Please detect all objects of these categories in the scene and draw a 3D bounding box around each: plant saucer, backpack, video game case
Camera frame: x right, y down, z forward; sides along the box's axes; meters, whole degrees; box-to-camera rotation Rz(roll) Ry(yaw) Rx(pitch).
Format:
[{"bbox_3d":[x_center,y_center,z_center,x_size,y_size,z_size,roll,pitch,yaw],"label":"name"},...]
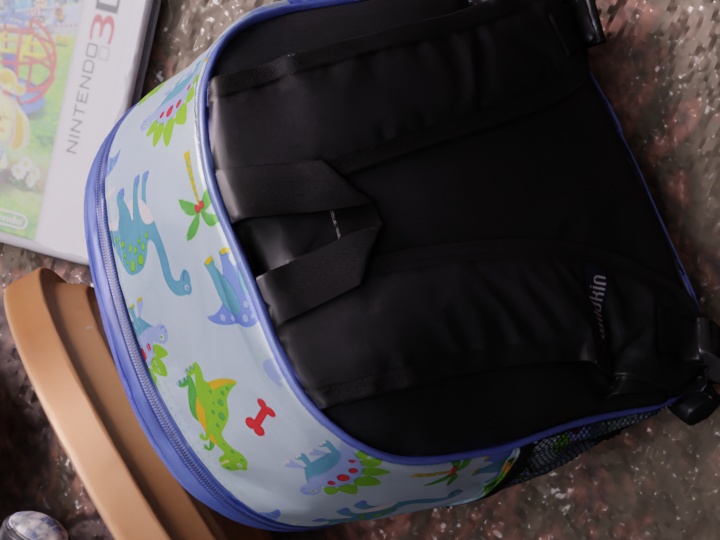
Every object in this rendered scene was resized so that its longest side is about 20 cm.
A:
[{"bbox_3d":[-0.068,0.084,0.811,0.032,0.200,0.201,-32,75,-1],"label":"plant saucer"},{"bbox_3d":[0.000,0.000,0.757,0.147,0.199,0.184,-28,79,44],"label":"backpack"},{"bbox_3d":[-0.186,-0.114,0.926,0.198,0.022,0.184,15,99,9],"label":"video game case"}]

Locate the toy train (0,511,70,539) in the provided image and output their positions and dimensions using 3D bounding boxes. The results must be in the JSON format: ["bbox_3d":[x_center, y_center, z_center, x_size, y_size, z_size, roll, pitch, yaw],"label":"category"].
[{"bbox_3d":[-0.146,0.206,0.916,0.114,0.087,0.201,25,104,20],"label":"toy train"}]
